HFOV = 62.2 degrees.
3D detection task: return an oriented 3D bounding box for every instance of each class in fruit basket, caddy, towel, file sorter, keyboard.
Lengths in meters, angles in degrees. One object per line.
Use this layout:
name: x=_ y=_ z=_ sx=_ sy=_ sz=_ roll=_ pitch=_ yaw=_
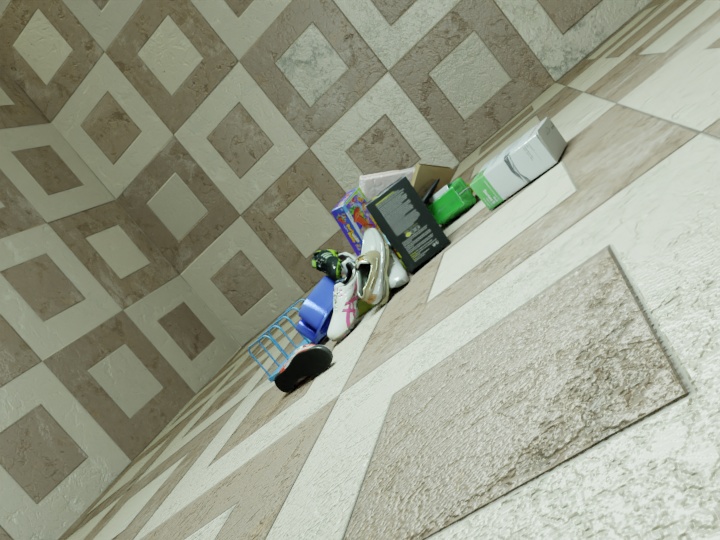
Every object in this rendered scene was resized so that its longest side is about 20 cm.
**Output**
fruit basket: x=0.277 y=-0.214 z=1.758 sx=0.185 sy=0.094 sz=0.200 roll=-38 pitch=3 yaw=35
caddy: x=-0.092 y=0.113 z=1.643 sx=0.201 sy=0.104 sz=0.143 roll=-53 pitch=-14 yaw=-41
towel: x=0.088 y=-0.212 z=1.821 sx=0.188 sy=0.203 sz=0.032 roll=-12 pitch=37 yaw=-12
file sorter: x=-0.211 y=0.198 z=1.749 sx=0.138 sy=0.123 sz=0.200 roll=-35 pitch=8 yaw=44
keyboard: x=0.176 y=-0.184 z=1.731 sx=0.200 sy=0.020 sz=0.128 roll=-53 pitch=-11 yaw=-51

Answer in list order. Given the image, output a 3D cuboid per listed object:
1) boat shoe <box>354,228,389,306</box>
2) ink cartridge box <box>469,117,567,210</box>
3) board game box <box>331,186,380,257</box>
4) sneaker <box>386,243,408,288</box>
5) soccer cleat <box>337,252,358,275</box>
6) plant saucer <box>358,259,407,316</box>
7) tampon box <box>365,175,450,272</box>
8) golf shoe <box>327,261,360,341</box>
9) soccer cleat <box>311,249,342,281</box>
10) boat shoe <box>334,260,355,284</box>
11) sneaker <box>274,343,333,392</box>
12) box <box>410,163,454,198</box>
boat shoe: x=0.025 y=-0.016 z=1.443 sx=0.075 sy=0.068 sz=0.203 roll=-36 pitch=50 yaw=45
ink cartridge box: x=0.369 y=-0.249 z=1.394 sx=0.199 sy=0.084 sz=0.146 roll=-37 pitch=7 yaw=39
board game box: x=0.006 y=-0.124 z=1.742 sx=0.044 sy=0.202 sz=0.135 roll=-20 pitch=22 yaw=33
sneaker: x=0.065 y=-0.017 z=1.495 sx=0.069 sy=0.081 sz=0.201 roll=-19 pitch=26 yaw=-6
soccer cleat: x=-0.039 y=-0.027 z=1.792 sx=0.070 sy=0.086 sz=0.200 roll=-45 pitch=18 yaw=-2
plant saucer: x=0.030 y=0.051 z=1.607 sx=0.199 sy=0.048 sz=0.200 roll=-37 pitch=6 yaw=35
tampon box: x=0.115 y=-0.121 z=1.517 sx=0.125 sy=0.201 sz=0.150 roll=-35 pitch=5 yaw=4
golf shoe: x=-0.042 y=0.076 z=1.474 sx=0.072 sy=0.092 sz=0.202 roll=-11 pitch=49 yaw=56
soccer cleat: x=-0.094 y=-0.014 z=1.655 sx=0.079 sy=0.069 sz=0.200 roll=-2 pitch=15 yaw=-8
boat shoe: x=0.000 y=0.000 z=1.596 sx=0.084 sy=0.069 sz=0.200 roll=-37 pitch=7 yaw=36
sneaker: x=-0.114 y=0.196 z=1.355 sx=0.201 sy=0.067 sz=0.108 roll=-40 pitch=7 yaw=39
box: x=0.199 y=-0.224 z=1.830 sx=0.162 sy=0.021 sz=0.203 roll=-4 pitch=-60 yaw=-43
